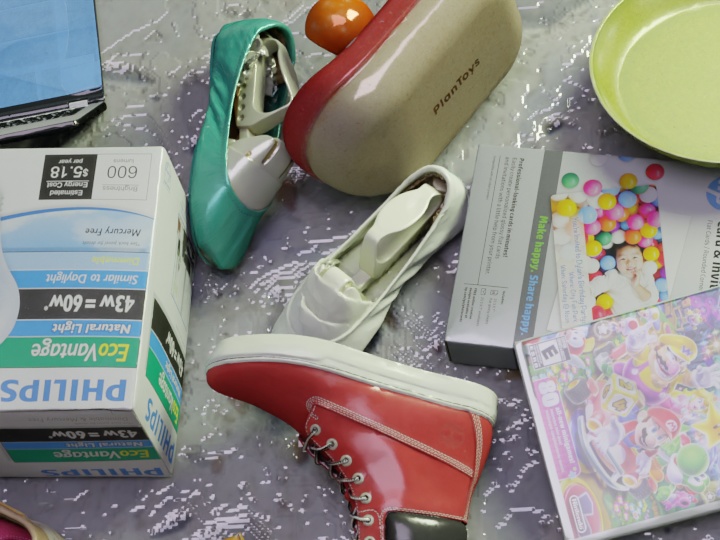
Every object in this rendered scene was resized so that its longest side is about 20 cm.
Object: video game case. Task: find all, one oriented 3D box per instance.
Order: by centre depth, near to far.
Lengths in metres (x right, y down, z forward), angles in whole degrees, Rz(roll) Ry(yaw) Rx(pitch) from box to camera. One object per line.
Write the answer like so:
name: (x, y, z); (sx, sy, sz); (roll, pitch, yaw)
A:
video game case: (0.215, 0.090, 1.537); (0.200, 0.018, 0.143); (-16, 79, 9)

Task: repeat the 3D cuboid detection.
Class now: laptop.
laptop: (-0.293, -0.153, 1.720); (0.187, 0.200, 0.116); (-11, 99, 5)

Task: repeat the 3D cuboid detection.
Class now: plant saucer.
plant saucer: (0.262, -0.140, 1.643); (0.200, 0.031, 0.200); (-4, 50, 5)

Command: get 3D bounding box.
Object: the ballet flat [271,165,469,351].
ballet flat: (0.000, 0.000, 1.623); (0.069, 0.069, 0.200); (37, 76, 23)

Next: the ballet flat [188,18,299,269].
ballet flat: (-0.079, -0.099, 1.675); (0.070, 0.067, 0.200); (-16, 57, 35)

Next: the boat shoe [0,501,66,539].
boat shoe: (-0.296, 0.172, 1.589); (0.200, 0.069, 0.074); (9, 67, 14)

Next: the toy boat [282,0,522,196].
toy boat: (0.013, -0.154, 1.661); (0.131, 0.131, 0.200); (32, 73, 29)

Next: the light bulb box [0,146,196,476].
light bulb box: (-0.225, 0.030, 1.614); (0.198, 0.125, 0.200); (-1, 64, 9)

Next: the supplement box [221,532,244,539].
supplement box: (-0.132, 0.303, 1.464); (0.200, 0.133, 0.197); (-18, 63, 1)

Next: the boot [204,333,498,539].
boot: (-0.018, 0.128, 1.549); (0.200, 0.072, 0.144); (14, 70, 0)

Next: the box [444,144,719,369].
box: (0.169, -0.003, 1.610); (0.200, 0.041, 0.156); (7, 66, 12)
